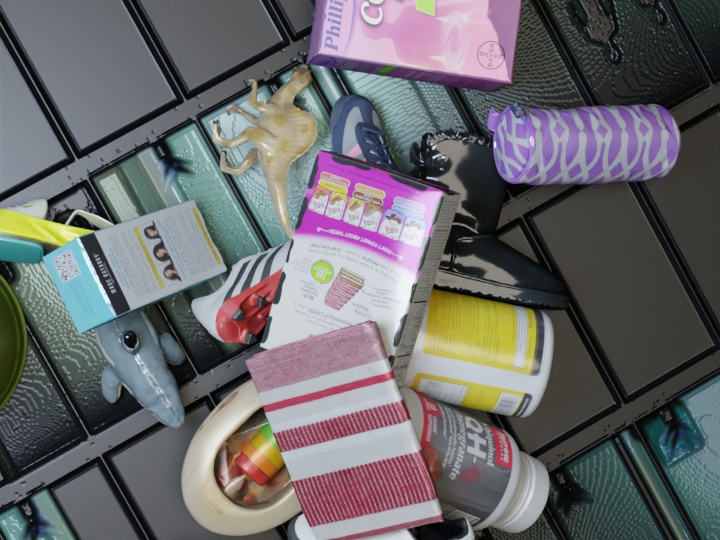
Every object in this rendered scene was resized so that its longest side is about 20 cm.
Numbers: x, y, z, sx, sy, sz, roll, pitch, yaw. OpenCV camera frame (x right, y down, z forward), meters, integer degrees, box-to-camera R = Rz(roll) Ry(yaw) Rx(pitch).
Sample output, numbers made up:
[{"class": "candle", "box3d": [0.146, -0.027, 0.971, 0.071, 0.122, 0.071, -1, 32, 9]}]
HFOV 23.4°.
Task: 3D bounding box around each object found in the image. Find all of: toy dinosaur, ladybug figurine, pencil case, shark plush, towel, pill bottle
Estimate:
[{"class": "toy dinosaur", "box3d": [-0.093, -0.125, 1.732, 0.101, 0.058, 0.200, 1, 70, 11]}, {"class": "ladybug figurine", "box3d": [-0.093, 0.178, 1.745, 0.200, 0.072, 0.136, -41, 96, -6]}, {"class": "pencil case", "box3d": [0.226, -0.130, 1.765, 0.200, 0.086, 0.084, -1, 125, -26]}, {"class": "shark plush", "box3d": [-0.221, 0.057, 1.697, 0.091, 0.083, 0.200, -18, 113, -12]}, {"class": "towel", "box3d": [-0.013, 0.155, 1.641, 0.144, 0.023, 0.200, -16, 98, 28]}, {"class": "pill bottle", "box3d": [0.086, 0.077, 1.752, 0.200, 0.112, 0.112, 12, 88, -9]}, {"class": "pill bottle", "box3d": [0.089, 0.195, 1.733, 0.200, 0.111, 0.111, 25, 86, -32]}]

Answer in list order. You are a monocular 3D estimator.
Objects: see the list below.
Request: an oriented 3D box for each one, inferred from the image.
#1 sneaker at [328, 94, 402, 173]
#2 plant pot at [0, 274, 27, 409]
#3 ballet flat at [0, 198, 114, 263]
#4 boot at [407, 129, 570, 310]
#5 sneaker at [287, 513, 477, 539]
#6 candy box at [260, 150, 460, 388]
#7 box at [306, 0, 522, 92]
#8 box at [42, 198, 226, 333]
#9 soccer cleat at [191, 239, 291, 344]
[{"class": "sneaker", "box3d": [0.023, -0.091, 1.736, 0.070, 0.082, 0.200, 3, 71, -42]}, {"class": "plant pot", "box3d": [-0.419, 0.071, 1.636, 0.200, 0.193, 0.200, 0, 90, -9]}, {"class": "ballet flat", "box3d": [-0.304, -0.034, 1.725, 0.200, 0.067, 0.067, 14, 67, -11]}, {"class": "boot", "box3d": [0.132, -0.051, 1.783, 0.198, 0.073, 0.163, 12, 83, -10]}, {"class": "sneaker", "box3d": [0.024, 0.257, 1.698, 0.200, 0.074, 0.080, 6, 134, 14]}, {"class": "candy box", "box3d": [0.000, 0.000, 1.663, 0.136, 0.061, 0.200, 20, 97, 20]}, {"class": "box", "box3d": [0.058, -0.284, 1.754, 0.200, 0.097, 0.176, 8, 89, -8]}, {"class": "box", "box3d": [-0.212, -0.006, 1.667, 0.049, 0.200, 0.082, -26, 89, 30]}, {"class": "soccer cleat", "box3d": [-0.081, 0.002, 1.751, 0.200, 0.085, 0.069, -38, 129, -25]}]
